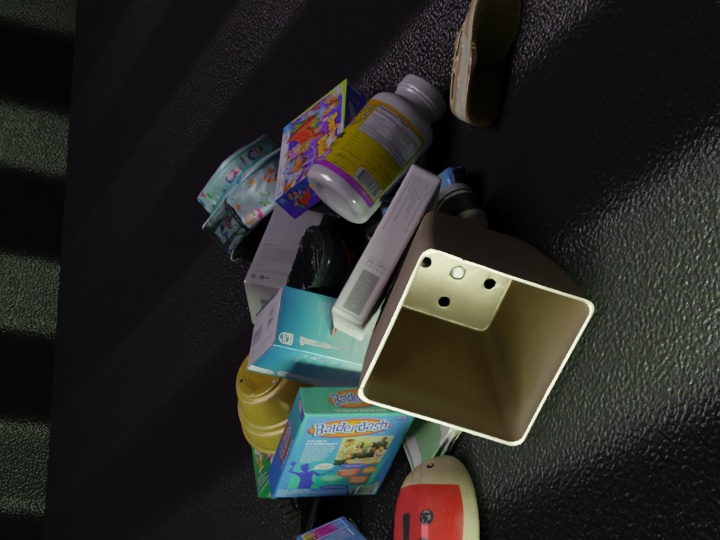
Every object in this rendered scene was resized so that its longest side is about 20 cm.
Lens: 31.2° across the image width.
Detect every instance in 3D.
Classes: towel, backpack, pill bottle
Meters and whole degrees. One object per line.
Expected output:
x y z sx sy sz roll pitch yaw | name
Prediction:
0.099 0.155 1.636 0.201 0.023 0.153 -64 29 30 | towel
-0.153 -0.129 2.085 0.151 0.177 0.200 53 137 1 | backpack
0.027 -0.167 1.735 0.200 0.104 0.104 -49 22 -14 | pill bottle

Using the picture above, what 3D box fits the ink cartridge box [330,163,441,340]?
0.030 -0.011 1.559 0.201 0.045 0.176 -61 -6 -13 | ink cartridge box

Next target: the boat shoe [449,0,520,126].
0.149 -0.286 1.635 0.066 0.074 0.201 19 99 59 | boat shoe

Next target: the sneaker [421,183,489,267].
0.101 -0.011 1.631 0.080 0.078 0.200 61 143 35 | sneaker

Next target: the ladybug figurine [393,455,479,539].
0.086 0.320 1.546 0.136 0.072 0.201 -36 49 55 | ladybug figurine

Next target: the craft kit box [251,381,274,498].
-0.119 0.226 2.043 0.200 0.048 0.198 -55 32 41 | craft kit box

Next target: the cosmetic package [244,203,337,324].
-0.101 -0.021 1.930 0.108 0.084 0.201 83 -159 -51 | cosmetic package

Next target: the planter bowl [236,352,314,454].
-0.124 0.165 1.924 0.200 0.083 0.201 -23 47 27 | planter bowl

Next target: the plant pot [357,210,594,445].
0.118 0.045 1.457 0.177 0.199 0.200 -96 27 -61 | plant pot

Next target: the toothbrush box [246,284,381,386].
-0.033 0.099 1.700 0.146 0.199 0.086 136 146 -65 | toothbrush box

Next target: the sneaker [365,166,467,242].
0.073 -0.071 1.695 0.200 0.090 0.079 -46 42 49 | sneaker

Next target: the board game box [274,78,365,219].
-0.057 -0.181 1.898 0.134 0.045 0.200 -35 29 25 | board game box

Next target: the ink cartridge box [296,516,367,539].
0.003 0.414 1.619 0.200 0.076 0.137 26 136 62 | ink cartridge box

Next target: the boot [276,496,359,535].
-0.071 0.347 1.850 0.158 0.079 0.212 -33 41 49 | boot

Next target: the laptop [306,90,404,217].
-0.005 -0.171 1.866 0.177 0.199 0.104 18 134 62 | laptop

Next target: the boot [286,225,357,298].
0.000 0.000 1.705 0.200 0.167 0.077 119 146 -60 | boot

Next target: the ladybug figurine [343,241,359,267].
-0.038 0.051 1.848 0.072 0.136 0.201 4 74 20 | ladybug figurine

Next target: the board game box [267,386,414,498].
-0.026 0.225 1.683 0.200 0.151 0.045 112 153 -46 | board game box
